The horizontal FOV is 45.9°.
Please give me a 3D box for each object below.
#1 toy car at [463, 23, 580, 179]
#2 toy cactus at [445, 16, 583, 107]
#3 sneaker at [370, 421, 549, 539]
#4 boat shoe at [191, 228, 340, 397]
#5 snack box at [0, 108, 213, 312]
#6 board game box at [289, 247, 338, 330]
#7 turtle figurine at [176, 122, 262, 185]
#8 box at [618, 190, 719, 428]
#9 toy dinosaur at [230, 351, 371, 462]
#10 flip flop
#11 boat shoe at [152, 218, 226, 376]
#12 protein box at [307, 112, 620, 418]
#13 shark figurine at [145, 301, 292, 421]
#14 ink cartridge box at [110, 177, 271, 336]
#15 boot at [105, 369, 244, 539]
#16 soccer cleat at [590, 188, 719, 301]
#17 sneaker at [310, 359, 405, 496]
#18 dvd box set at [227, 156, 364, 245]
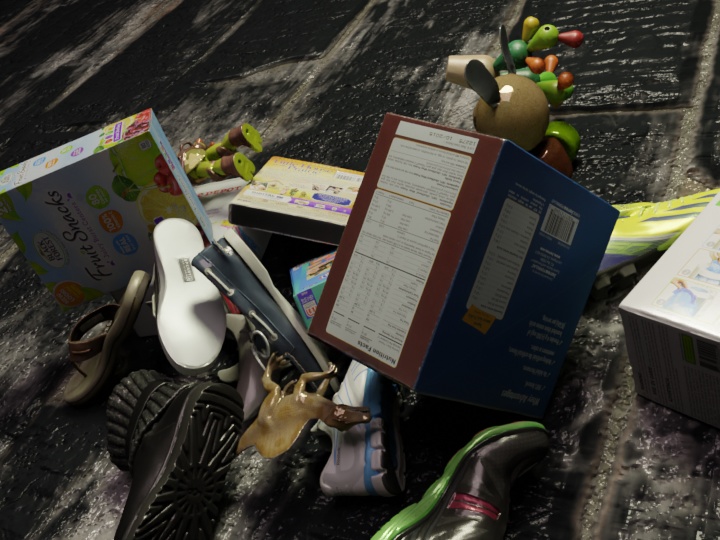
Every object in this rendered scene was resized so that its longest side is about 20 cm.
[{"bbox_3d":[0.159,-0.172,0.991,0.156,0.202,0.165,6,44,33],"label":"toy car"},{"bbox_3d":[0.191,-0.253,1.076,0.163,0.200,0.104,9,79,1],"label":"toy cactus"},{"bbox_3d":[0.087,0.202,0.678,0.200,0.077,0.084,-41,57,-19],"label":"sneaker"},{"bbox_3d":[-0.093,0.054,0.862,0.062,0.201,0.075,-37,11,-6],"label":"boat shoe"},{"bbox_3d":[-0.293,-0.066,0.978,0.198,0.170,0.068,-22,35,4],"label":"snack box"},{"bbox_3d":[0.000,0.000,0.920,0.151,0.045,0.200,-24,9,-2],"label":"board game box"},{"bbox_3d":[-0.205,-0.138,1.090,0.160,0.065,0.201,-16,33,28],"label":"turtle figurine"},{"bbox_3d":[0.327,0.022,0.732,0.200,0.113,0.101,-42,39,-24],"label":"box"},{"bbox_3d":[-0.077,0.133,0.784,0.199,0.058,0.102,-28,34,32],"label":"toy dinosaur"},{"bbox_3d":[-0.298,0.073,0.968,0.201,0.057,0.082,-53,24,32],"label":"flip flop"},{"bbox_3d":[-0.186,0.036,0.906,0.070,0.064,0.202,0,47,-19],"label":"boat shoe"},{"bbox_3d":[0.094,0.001,0.742,0.134,0.197,0.202,23,93,44],"label":"protein box"},{"bbox_3d":[-0.142,0.065,0.947,0.128,0.090,0.214,-36,40,-21],"label":"shark figurine"},{"bbox_3d":[-0.206,-0.021,1.089,0.144,0.083,0.201,-8,38,20],"label":"ink cartridge box"},{"bbox_3d":[-0.202,0.197,0.809,0.157,0.079,0.213,-3,55,43],"label":"boot"},{"bbox_3d":[0.294,-0.045,0.861,0.198,0.065,0.084,-27,66,-3],"label":"soccer cleat"},{"bbox_3d":[-0.006,0.128,0.809,0.086,0.075,0.201,-16,36,18],"label":"sneaker"},{"bbox_3d":[-0.069,-0.091,1.066,0.144,0.030,0.200,11,25,4],"label":"dvd box set"}]
